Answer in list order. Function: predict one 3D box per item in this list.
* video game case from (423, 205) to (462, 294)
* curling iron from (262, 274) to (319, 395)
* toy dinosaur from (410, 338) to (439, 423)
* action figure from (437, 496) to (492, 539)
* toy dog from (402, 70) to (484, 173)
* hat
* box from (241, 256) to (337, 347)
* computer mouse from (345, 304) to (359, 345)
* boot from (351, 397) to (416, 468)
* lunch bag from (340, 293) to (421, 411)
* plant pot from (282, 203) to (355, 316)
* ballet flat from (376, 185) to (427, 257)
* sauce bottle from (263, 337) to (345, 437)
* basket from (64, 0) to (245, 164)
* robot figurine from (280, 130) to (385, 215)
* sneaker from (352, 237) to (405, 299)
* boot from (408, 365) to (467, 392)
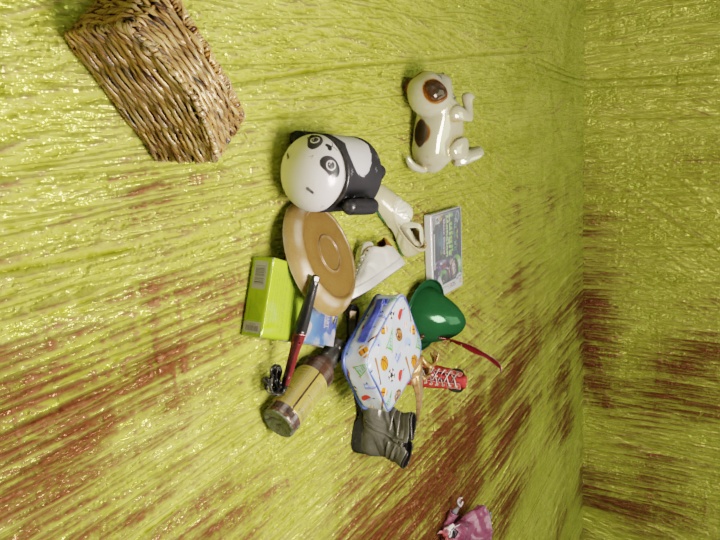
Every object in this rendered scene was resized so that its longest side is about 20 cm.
[{"bbox_3d":[0.204,-0.045,1.607,0.181,0.023,0.205,-21,110,-57],"label":"video game case"},{"bbox_3d":[-0.101,0.104,1.023,0.049,0.025,0.204,13,101,-60],"label":"curling iron"},{"bbox_3d":[0.112,0.206,1.338,0.104,0.060,0.204,-2,71,-38],"label":"toy dinosaur"},{"bbox_3d":[0.261,0.678,1.733,0.197,0.148,0.137,9,55,-40],"label":"action figure"},{"bbox_3d":[0.156,-0.329,1.422,0.191,0.140,0.203,-25,122,-14],"label":"toy dog"},{"bbox_3d":[0.219,0.122,1.477,0.198,0.173,0.170,9,95,-54],"label":"hat"},{"bbox_3d":[-0.106,0.056,1.078,0.199,0.047,0.125,19,77,-58],"label":"box"},{"bbox_3d":[0.025,0.126,1.310,0.198,0.043,0.113,8,80,-54],"label":"computer mouse"},{"bbox_3d":[0.055,0.272,1.287,0.067,0.128,0.205,3,91,-58],"label":"boot"},{"bbox_3d":[0.041,0.143,1.218,0.201,0.074,0.162,-59,136,-42],"label":"lunch bag"},{"bbox_3d":[-0.060,-0.026,1.101,0.200,0.027,0.204,44,36,-43],"label":"plant pot"},{"bbox_3d":[0.090,-0.103,1.371,0.201,0.068,0.070,56,48,-45],"label":"ballet flat"},{"bbox_3d":[-0.085,0.190,1.110,0.200,0.063,0.066,-47,131,-45],"label":"sauce bottle"},{"bbox_3d":[-0.212,-0.249,0.783,0.151,0.140,0.202,-63,142,-31],"label":"basket"},{"bbox_3d":[-0.041,-0.160,1.077,0.198,0.148,0.128,-10,106,-54],"label":"robot figurine"},{"bbox_3d":[0.000,0.000,1.251,0.199,0.072,0.086,-35,92,-45],"label":"sneaker"},{"bbox_3d":[0.151,0.224,1.432,0.199,0.142,0.074,24,75,-55],"label":"boot"}]
